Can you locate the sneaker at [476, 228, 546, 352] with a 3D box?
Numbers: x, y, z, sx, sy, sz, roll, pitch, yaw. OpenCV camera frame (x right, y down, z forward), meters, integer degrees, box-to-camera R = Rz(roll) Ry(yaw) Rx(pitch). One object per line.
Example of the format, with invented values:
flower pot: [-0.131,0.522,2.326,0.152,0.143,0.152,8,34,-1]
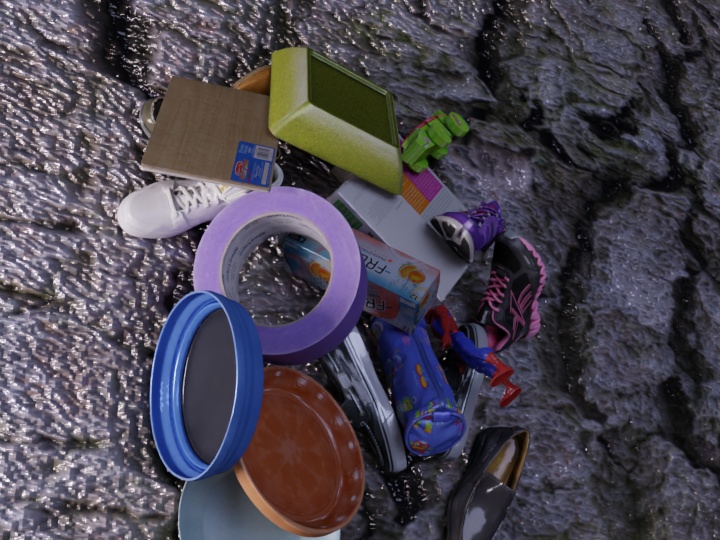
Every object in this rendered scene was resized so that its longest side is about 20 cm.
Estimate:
sneaker: [0.202,0.036,1.274,0.095,0.201,0.079,-30,42,-23]

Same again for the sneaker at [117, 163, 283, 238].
sneaker: [-0.192,-0.099,1.115,0.199,0.115,0.074,-15,79,-34]

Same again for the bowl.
bowl: [-0.167,0.123,0.979,0.039,0.200,0.203,9,64,-36]

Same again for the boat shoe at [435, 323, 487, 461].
boat shoe: [0.124,0.155,1.227,0.056,0.069,0.202,26,60,-19]

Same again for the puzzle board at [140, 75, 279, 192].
puzzle board: [-0.174,-0.166,1.108,0.149,0.017,0.201,11,41,-8]

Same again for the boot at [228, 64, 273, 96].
boot: [-0.084,-0.212,1.250,0.144,0.071,0.201,50,44,10]

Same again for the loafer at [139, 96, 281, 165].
loafer: [-0.187,-0.178,1.179,0.199,0.070,0.076,21,60,-23]

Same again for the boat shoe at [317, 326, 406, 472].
boat shoe: [-0.006,0.167,1.149,0.070,0.072,0.202,-23,83,-13]

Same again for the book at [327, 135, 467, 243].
book: [0.065,-0.113,1.323,0.200,0.048,0.134,47,50,-6]

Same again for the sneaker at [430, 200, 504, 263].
sneaker: [0.153,-0.064,1.237,0.081,0.083,0.200,46,12,9]

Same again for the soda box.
soda box: [0.000,0.000,1.166,0.199,0.064,0.068,26,52,18]

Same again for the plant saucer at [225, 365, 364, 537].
plant saucer: [-0.076,0.206,1.037,0.200,0.032,0.201,35,36,-30]

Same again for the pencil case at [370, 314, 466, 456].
pencil case: [0.070,0.132,1.149,0.077,0.087,0.201,-4,43,-15]

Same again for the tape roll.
tape roll: [-0.093,0.008,1.085,0.198,0.085,0.202,-1,75,5]

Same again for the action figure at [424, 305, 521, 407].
action figure: [0.132,0.100,1.187,0.052,0.200,0.066,-37,128,-3]

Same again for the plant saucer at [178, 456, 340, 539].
plant saucer: [-0.118,0.286,1.037,0.199,0.039,0.203,12,64,-26]

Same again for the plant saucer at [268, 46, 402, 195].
plant saucer: [-0.023,-0.213,1.205,0.199,0.048,0.201,23,37,-23]

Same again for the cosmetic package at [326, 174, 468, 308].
cosmetic package: [0.034,-0.035,1.230,0.200,0.108,0.085,46,52,-4]

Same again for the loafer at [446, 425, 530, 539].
loafer: [0.169,0.289,1.190,0.072,0.072,0.201,32,57,-17]

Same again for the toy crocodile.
toy crocodile: [0.104,-0.197,1.339,0.062,0.068,0.200,46,33,3]
